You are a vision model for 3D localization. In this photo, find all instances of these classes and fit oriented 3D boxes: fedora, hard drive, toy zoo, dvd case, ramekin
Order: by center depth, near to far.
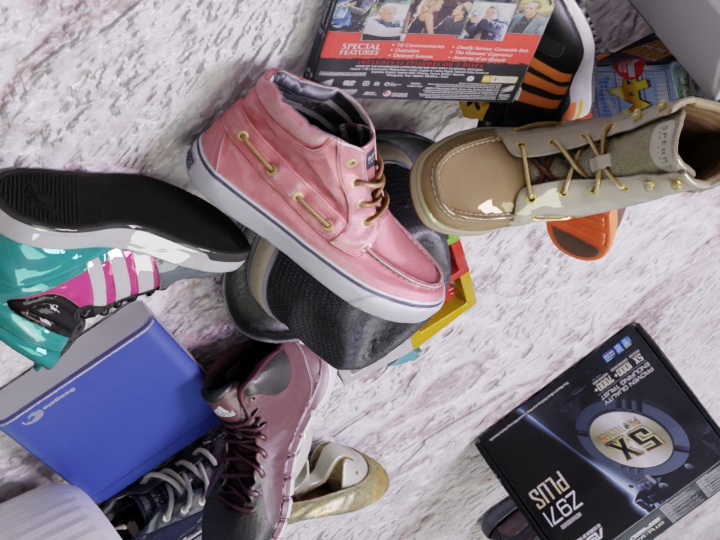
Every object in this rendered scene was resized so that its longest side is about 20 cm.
[{"bbox_3d":[0.055,-0.177,1.274,0.146,0.022,0.200,0,144,-17],"label":"dvd case"},{"bbox_3d":[0.000,0.000,1.458,0.201,0.092,0.201,-23,144,-18],"label":"fedora"},{"bbox_3d":[-0.178,0.101,1.520,0.132,0.025,0.200,-34,154,-1],"label":"hard drive"},{"bbox_3d":[-0.219,0.252,1.537,0.105,0.200,0.200,-30,154,-20],"label":"ramekin"},{"bbox_3d":[0.026,0.024,1.638,0.131,0.020,0.200,-32,154,-5],"label":"toy zoo"}]

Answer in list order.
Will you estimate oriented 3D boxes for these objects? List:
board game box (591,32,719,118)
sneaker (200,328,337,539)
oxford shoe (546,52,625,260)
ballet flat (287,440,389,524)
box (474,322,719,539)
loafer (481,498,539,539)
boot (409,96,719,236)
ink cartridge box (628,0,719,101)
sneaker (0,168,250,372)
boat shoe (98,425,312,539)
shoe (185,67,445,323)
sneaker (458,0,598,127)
[{"bbox_3d":[0.273,-0.139,1.465,0.200,0.200,0.062,-22,114,-21],"label":"board game box"},{"bbox_3d":[-0.095,0.129,1.555,0.116,0.076,0.200,30,76,-58],"label":"sneaker"},{"bbox_3d":[0.183,-0.100,1.587,0.200,0.071,0.073,97,20,-49],"label":"oxford shoe"},{"bbox_3d":[-0.046,0.179,1.772,0.200,0.071,0.071,-11,146,-40],"label":"ballet flat"},{"bbox_3d":[0.240,0.178,1.989,0.200,0.164,0.086,-36,155,4],"label":"box"},{"bbox_3d":[0.224,0.239,2.188,0.200,0.063,0.072,-34,154,-2],"label":"loafer"},{"bbox_3d":[0.147,-0.070,1.355,0.200,0.072,0.155,-9,180,-37],"label":"boot"},{"bbox_3d":[0.278,-0.225,1.372,0.200,0.145,0.088,-26,151,-15],"label":"ink cartridge box"},{"bbox_3d":[-0.170,0.008,1.302,0.200,0.084,0.121,7,128,-44],"label":"sneaker"},{"bbox_3d":[-0.130,0.174,1.643,0.200,0.075,0.093,-43,159,16],"label":"boat shoe"},{"bbox_3d":[-0.007,-0.047,1.324,0.200,0.071,0.091,33,123,-19],"label":"shoe"},{"bbox_3d":[0.106,-0.137,1.401,0.090,0.070,0.200,-35,156,-7],"label":"sneaker"}]
